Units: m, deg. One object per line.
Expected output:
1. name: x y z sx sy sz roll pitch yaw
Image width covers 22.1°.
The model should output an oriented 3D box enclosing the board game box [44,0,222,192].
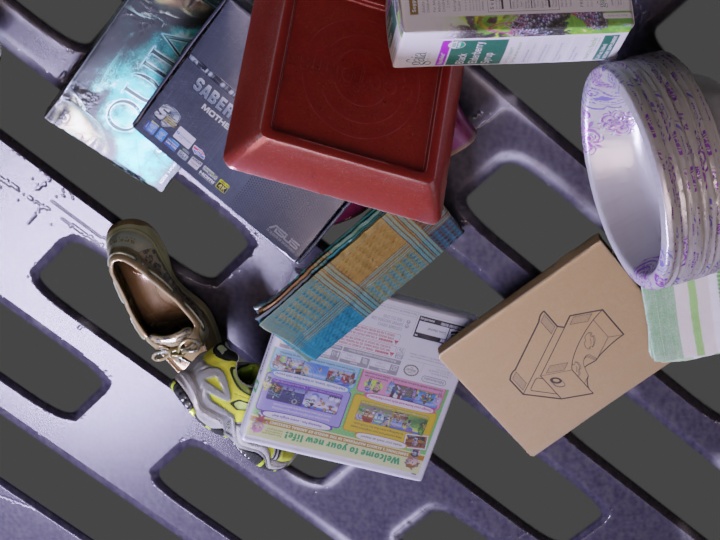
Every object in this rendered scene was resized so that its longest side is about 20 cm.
1. board game box: -0.187 -0.178 1.699 0.135 0.028 0.200 31 123 -16

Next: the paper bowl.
1. paper bowl: 0.273 -0.091 1.604 0.103 0.201 0.202 -13 126 -9

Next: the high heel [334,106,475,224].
1. high heel: 0.002 -0.117 1.690 0.199 0.068 0.096 -31 122 11

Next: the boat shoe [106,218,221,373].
1. boat shoe: -0.201 0.042 1.837 0.073 0.063 0.201 -19 124 18

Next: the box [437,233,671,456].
1. box: 0.201 0.077 1.819 0.199 0.021 0.164 -36 116 15

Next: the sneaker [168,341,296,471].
1. sneaker: -0.109 0.141 1.868 0.076 0.075 0.200 -45 143 3

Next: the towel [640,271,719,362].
1. towel: 0.368 0.013 1.760 0.198 0.023 0.154 -10 124 6

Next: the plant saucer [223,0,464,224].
1. plant saucer: -0.004 -0.160 1.579 0.198 0.202 0.037 15 160 -14

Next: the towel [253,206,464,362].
1. towel: 0.000 0.000 1.724 0.200 0.022 0.147 -41 153 2

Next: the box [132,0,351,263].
1. box: -0.081 -0.129 1.642 0.200 0.051 0.158 40 113 -4

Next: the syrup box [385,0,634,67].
1. syrup box: 0.123 -0.224 1.557 0.198 0.082 0.079 -4 164 -6

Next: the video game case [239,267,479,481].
1. video game case: -0.001 0.106 1.828 0.198 0.022 0.184 15 106 -18
